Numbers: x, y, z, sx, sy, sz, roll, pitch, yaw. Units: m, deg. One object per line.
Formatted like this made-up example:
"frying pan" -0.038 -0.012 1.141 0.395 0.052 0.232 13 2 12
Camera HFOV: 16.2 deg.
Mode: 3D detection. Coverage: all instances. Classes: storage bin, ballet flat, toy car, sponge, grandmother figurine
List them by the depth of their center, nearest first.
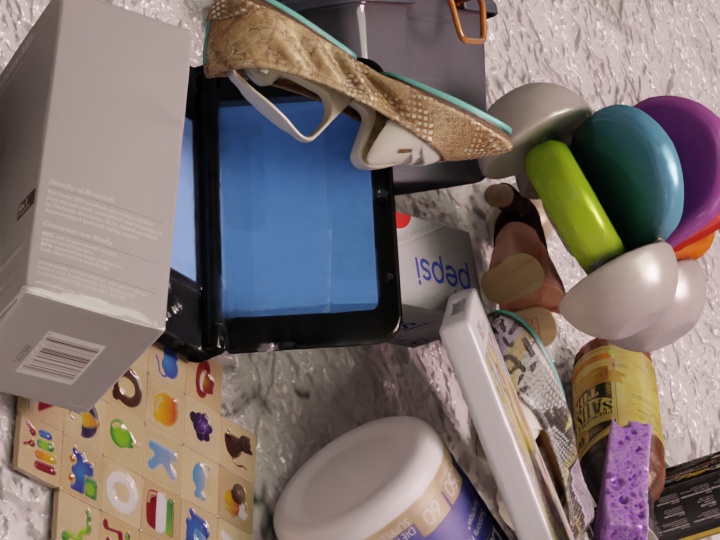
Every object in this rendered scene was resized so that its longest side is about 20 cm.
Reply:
"ballet flat" -0.007 -0.098 1.507 0.200 0.071 0.065 26 81 -9
"sponge" 0.154 0.205 1.555 0.112 0.030 0.200 -78 174 -61
"storage bin" 0.016 -0.120 1.667 0.200 0.145 0.134 -5 87 -58
"toy car" 0.182 -0.051 1.674 0.175 0.150 0.200 62 14 17
"ballet flat" 0.109 0.120 1.697 0.072 0.072 0.200 -70 148 -47
"grandmother figurine" 0.116 -0.010 1.780 0.200 0.061 0.121 -80 165 -66

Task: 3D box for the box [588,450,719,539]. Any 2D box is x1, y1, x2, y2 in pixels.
"box" 0.286 0.155 1.858 0.160 0.200 0.049 -19 88 -60

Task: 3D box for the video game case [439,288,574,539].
"video game case" 0.096 0.114 1.565 0.182 0.023 0.200 -56 125 -83

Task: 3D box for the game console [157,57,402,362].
"game console" -0.075 -0.059 1.489 0.176 0.116 0.200 32 45 -46

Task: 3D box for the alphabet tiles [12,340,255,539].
"alphabet tiles" -0.124 0.102 1.432 0.200 0.006 0.167 34 45 -44

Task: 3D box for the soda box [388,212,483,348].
"soda box" 0.000 0.000 1.629 0.200 0.063 0.068 14 61 -55

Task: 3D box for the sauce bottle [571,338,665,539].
"sauce bottle" 0.186 0.128 1.813 0.066 0.066 0.200 51 22 -28

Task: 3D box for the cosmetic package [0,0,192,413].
"cosmetic package" -0.152 -0.038 1.353 0.090 0.107 0.200 16 53 -24

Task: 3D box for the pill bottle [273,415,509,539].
"pill bottle" 0.044 0.196 1.536 0.200 0.116 0.116 56 34 -22
